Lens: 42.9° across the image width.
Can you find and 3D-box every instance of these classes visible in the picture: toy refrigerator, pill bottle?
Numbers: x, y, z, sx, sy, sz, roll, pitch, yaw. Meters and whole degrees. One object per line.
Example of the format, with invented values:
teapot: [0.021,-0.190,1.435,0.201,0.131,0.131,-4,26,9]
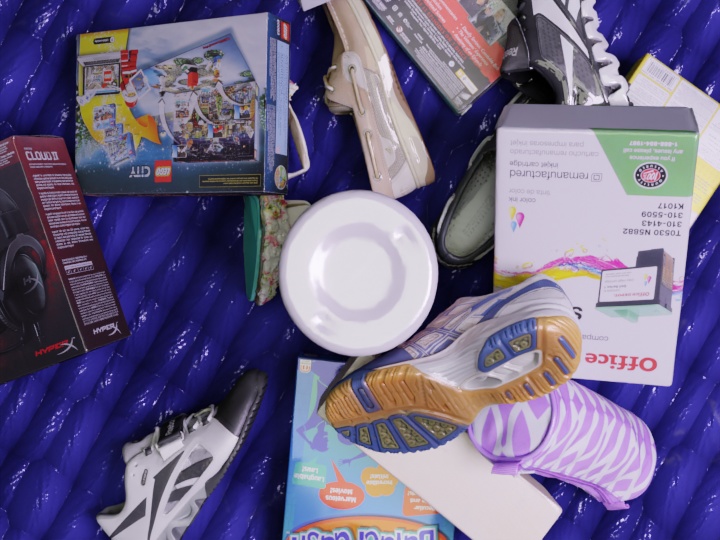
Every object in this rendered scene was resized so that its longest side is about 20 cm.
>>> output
toy refrigerator: [0.059,0.149,0.740,0.199,0.076,0.070,38,90,-2]
pill bottle: [0.000,0.000,0.720,0.112,0.200,0.117,0,92,1]

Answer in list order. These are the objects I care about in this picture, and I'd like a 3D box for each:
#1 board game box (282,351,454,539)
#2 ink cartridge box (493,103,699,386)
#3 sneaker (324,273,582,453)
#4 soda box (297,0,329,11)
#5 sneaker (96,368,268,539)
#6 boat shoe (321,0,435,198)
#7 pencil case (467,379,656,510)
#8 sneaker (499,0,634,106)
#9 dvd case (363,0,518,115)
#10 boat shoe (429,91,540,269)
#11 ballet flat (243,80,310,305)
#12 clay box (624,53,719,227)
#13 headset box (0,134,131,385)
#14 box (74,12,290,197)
board game box: [0.011,0.180,0.800,0.149,0.045,0.204,4,92,0]
ink cartridge box: [0.177,-0.020,0.713,0.142,0.084,0.204,4,114,14]
sneaker: [0.067,0.068,0.674,0.197,0.089,0.076,-21,117,18]
soda box: [0.026,-0.285,0.737,0.197,0.064,0.069,-24,49,-7]
sneaker: [-0.156,0.158,0.788,0.088,0.074,0.201,34,91,-2]
boat shoe: [-0.002,-0.157,0.784,0.064,0.072,0.203,-23,94,3]
pencil case: [0.164,0.133,0.727,0.083,0.199,0.087,-20,60,37]
sneaker: [0.150,-0.197,0.750,0.089,0.067,0.203,-18,82,-4]
dvd case: [0.115,-0.257,0.804,0.200,0.022,0.146,-42,90,2]
boat shoe: [0.131,-0.086,0.786,0.075,0.060,0.202,31,91,1]
ballet flat: [-0.073,-0.073,0.787,0.063,0.076,0.204,-5,94,-16]
clay box: [0.232,-0.067,0.792,0.114,0.048,0.202,34,93,0]
headset box: [-0.302,-0.011,0.771,0.147,0.077,0.203,-18,92,16]
box: [-0.151,-0.132,0.762,0.197,0.038,0.139,2,92,27]
